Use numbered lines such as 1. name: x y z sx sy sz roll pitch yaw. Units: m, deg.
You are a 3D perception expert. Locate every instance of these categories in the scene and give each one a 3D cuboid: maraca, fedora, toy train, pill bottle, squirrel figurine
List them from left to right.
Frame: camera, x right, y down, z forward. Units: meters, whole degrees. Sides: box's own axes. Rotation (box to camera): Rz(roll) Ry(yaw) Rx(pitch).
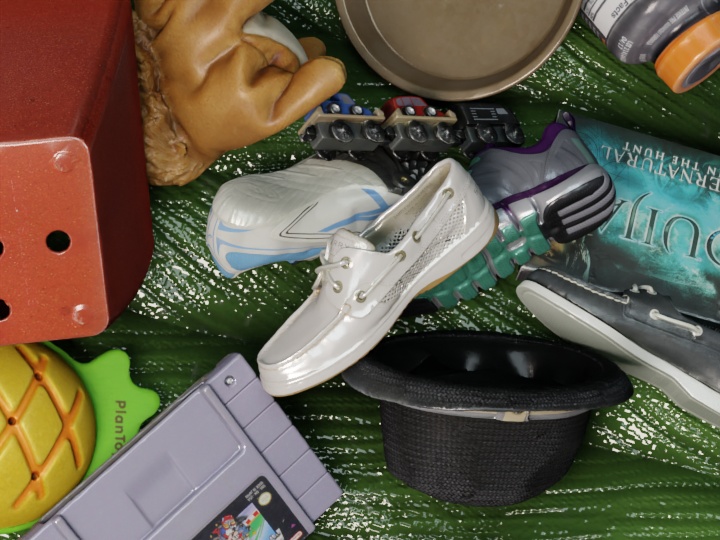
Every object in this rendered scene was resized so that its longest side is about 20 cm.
1. maraca: -0.225 0.105 1.224 0.198 0.107 0.138 5 81 -28
2. squirrel figurine: -0.135 -0.171 1.307 0.199 0.142 0.187 -34 107 9
3. toy train: 0.037 -0.105 1.334 0.199 0.034 0.046 -3 63 -37
4. fedora: 0.083 0.103 1.252 0.199 0.201 0.092 4 102 -5
5. pill bottle: 0.205 -0.231 1.407 0.106 0.106 0.201 -32 75 -18

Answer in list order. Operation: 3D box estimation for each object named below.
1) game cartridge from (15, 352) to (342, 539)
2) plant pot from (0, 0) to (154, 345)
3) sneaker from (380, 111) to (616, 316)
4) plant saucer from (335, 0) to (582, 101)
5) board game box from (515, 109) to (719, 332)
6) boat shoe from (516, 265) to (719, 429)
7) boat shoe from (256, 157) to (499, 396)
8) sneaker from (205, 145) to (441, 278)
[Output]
1. game cartridge: -0.117 0.167 1.219 0.200 0.038 0.130 -42 101 -20
2. plant pot: -0.235 -0.051 1.193 0.198 0.201 0.177 -6 27 -7
3. sneaker: 0.081 -0.039 1.329 0.199 0.075 0.088 -24 54 3
4. plant saucer: 0.076 -0.227 1.385 0.198 0.029 0.202 0 90 19
5. board game box: 0.225 -0.030 1.368 0.198 0.028 0.136 15 67 0
6. boat shoe: 0.205 0.045 1.311 0.199 0.076 0.061 32 78 -6
7. boat shoe: 0.000 0.000 1.233 0.200 0.071 0.070 -42 120 -14
8. sneaker: -0.022 -0.046 1.334 0.199 0.073 0.072 -15 52 -26
